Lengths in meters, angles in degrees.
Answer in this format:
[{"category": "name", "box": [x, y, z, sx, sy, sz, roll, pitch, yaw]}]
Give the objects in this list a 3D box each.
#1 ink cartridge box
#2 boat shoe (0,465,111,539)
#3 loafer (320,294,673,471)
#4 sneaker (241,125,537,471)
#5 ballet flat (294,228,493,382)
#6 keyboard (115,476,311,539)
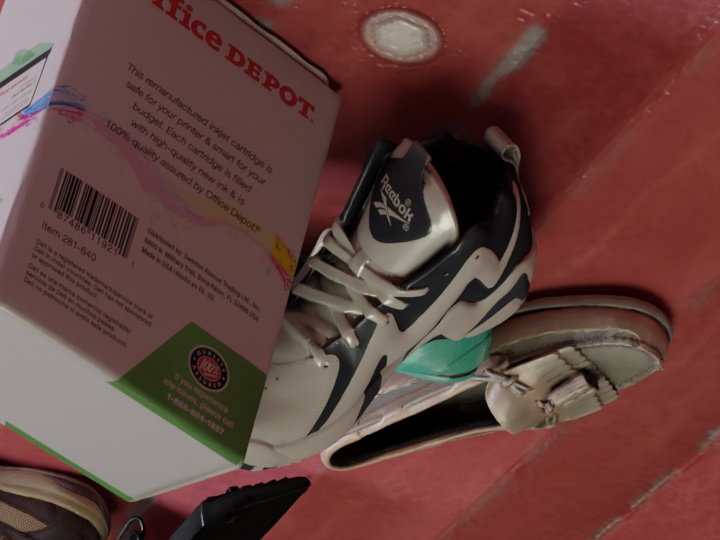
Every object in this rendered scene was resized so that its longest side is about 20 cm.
[{"category": "ink cartridge box", "box": [-0.104, -0.025, 1.188, 0.145, 0.201, 0.084, 35, 143, -30]}, {"category": "boat shoe", "box": [-0.248, 0.148, 1.588, 0.198, 0.074, 0.075, 9, 145, 5]}, {"category": "loafer", "box": [0.066, 0.064, 1.381, 0.199, 0.063, 0.072, -12, 140, 31]}, {"category": "sneaker", "box": [0.000, 0.000, 1.224, 0.198, 0.080, 0.130, -25, 146, -21]}, {"category": "ballet flat", "box": [-0.032, 0.006, 1.342, 0.198, 0.067, 0.071, 7, 121, 8]}, {"category": "keyboard", "box": [-0.111, 0.163, 1.593, 0.104, 0.040, 0.200, -15, 158, -34]}]
